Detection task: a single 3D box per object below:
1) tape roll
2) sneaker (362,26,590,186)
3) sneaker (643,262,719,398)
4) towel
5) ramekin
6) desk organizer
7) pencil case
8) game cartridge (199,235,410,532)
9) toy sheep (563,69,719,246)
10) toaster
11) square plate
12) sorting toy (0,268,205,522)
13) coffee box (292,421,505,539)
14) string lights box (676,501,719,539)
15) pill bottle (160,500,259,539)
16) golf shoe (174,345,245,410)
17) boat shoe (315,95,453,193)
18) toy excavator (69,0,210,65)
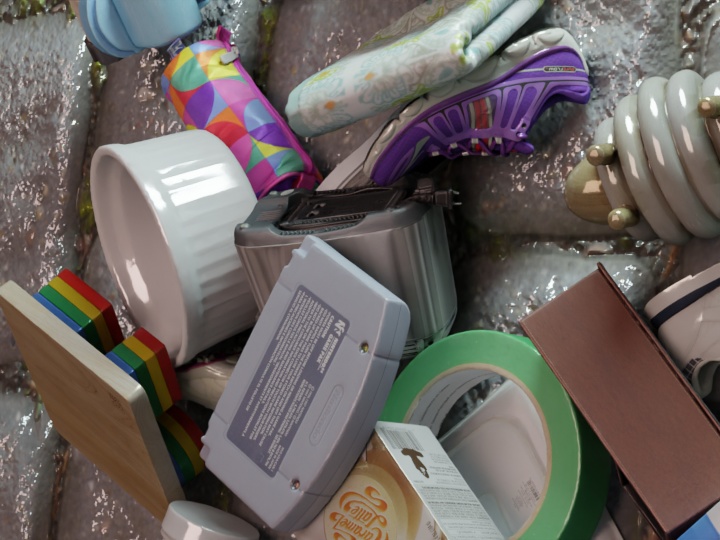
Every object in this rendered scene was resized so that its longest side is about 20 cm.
[{"bbox_3d":[0.099,0.149,1.476,0.199,0.048,0.203,-7,78,37],"label":"tape roll"},{"bbox_3d":[0.094,-0.118,1.509,0.199,0.081,0.084,-29,87,2],"label":"sneaker"},{"bbox_3d":[0.300,0.019,1.366,0.199,0.076,0.081,-35,69,37],"label":"sneaker"},{"bbox_3d":[0.047,-0.180,1.531,0.170,0.200,0.048,-22,104,34],"label":"towel"},{"bbox_3d":[-0.154,-0.025,1.660,0.201,0.097,0.202,50,150,42],"label":"ramekin"},{"bbox_3d":[0.203,0.102,1.393,0.077,0.072,0.201,-32,65,-2],"label":"desk organizer"},{"bbox_3d":[-0.107,-0.125,1.706,0.088,0.088,0.201,-47,58,22],"label":"pencil case"},{"bbox_3d":[-0.041,0.090,1.449,0.133,0.041,0.201,38,106,45],"label":"game cartridge"},{"bbox_3d":[0.241,-0.084,1.388,0.198,0.138,0.139,-18,71,24],"label":"toy sheep"},{"bbox_3d":[0.000,0.000,1.547,0.198,0.114,0.130,-7,110,18],"label":"toaster"},{"bbox_3d":[0.103,0.211,1.510,0.198,0.028,0.201,-41,59,26],"label":"square plate"},{"bbox_3d":[-0.218,0.110,1.699,0.069,0.200,0.199,-39,51,-23],"label":"sorting toy"},{"bbox_3d":[0.045,0.226,1.423,0.115,0.079,0.201,-49,55,22],"label":"coffee box"},{"bbox_3d":[0.237,0.240,1.348,0.200,0.102,0.059,-47,57,22],"label":"string lights box"},{"bbox_3d":[-0.158,0.309,1.647,0.112,0.112,0.202,24,97,39],"label":"pill bottle"},{"bbox_3d":[-0.101,0.111,1.665,0.199,0.075,0.093,-9,94,46],"label":"golf shoe"},{"bbox_3d":[0.021,-0.073,1.603,0.200,0.068,0.057,-48,57,19],"label":"boat shoe"},{"bbox_3d":[-0.155,-0.263,1.741,0.194,0.101,0.199,-38,36,-23],"label":"toy excavator"}]
